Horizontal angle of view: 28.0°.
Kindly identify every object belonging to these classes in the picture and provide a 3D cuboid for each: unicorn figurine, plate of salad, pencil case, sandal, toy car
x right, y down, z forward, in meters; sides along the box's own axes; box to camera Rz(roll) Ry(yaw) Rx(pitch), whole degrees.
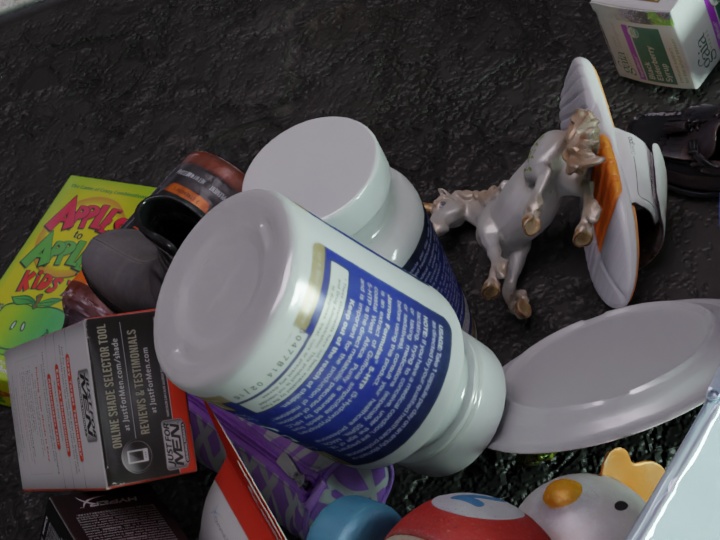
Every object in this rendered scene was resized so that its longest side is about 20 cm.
[{"bbox_3d":[0.108,-0.040,1.028,0.199,0.074,0.138,-36,33,30],"label":"unicorn figurine"},{"bbox_3d":[0.161,0.072,0.908,0.198,0.048,0.200,-21,15,6],"label":"plate of salad"},{"bbox_3d":[-0.067,0.116,0.980,0.199,0.085,0.085,27,98,41],"label":"pencil case"},{"bbox_3d":[0.188,-0.071,1.024,0.058,0.080,0.209,1,55,-9],"label":"sandal"},{"bbox_3d":[0.107,0.164,0.814,0.183,0.178,0.200,10,43,45],"label":"toy car"}]

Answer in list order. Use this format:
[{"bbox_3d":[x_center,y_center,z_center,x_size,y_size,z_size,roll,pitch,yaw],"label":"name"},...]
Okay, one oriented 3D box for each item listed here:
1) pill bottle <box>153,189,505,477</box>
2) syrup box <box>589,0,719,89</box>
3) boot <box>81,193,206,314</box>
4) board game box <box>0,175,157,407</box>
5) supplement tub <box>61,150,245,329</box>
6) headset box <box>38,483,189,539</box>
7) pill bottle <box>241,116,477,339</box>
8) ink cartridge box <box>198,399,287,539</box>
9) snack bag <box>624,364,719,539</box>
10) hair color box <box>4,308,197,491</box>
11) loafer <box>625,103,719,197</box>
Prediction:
[{"bbox_3d":[-0.010,0.047,0.840,0.119,0.199,0.121,-27,48,35],"label":"pill bottle"},{"bbox_3d":[0.271,-0.240,1.125,0.081,0.079,0.200,17,60,44],"label":"syrup box"},{"bbox_3d":[-0.123,-0.008,0.959,0.199,0.132,0.070,24,64,28],"label":"boot"},{"bbox_3d":[-0.238,0.017,1.171,0.101,0.048,0.201,9,56,31],"label":"board game box"},{"bbox_3d":[-0.152,0.013,1.094,0.106,0.107,0.200,24,65,38],"label":"supplement tub"},{"bbox_3d":[-0.128,0.248,0.847,0.077,0.150,0.200,-3,31,-37],"label":"headset box"},{"bbox_3d":[0.000,0.000,0.968,0.114,0.201,0.117,-12,48,14],"label":"pill bottle"},{"bbox_3d":[-0.054,0.187,0.833,0.057,0.201,0.163,-31,45,-8],"label":"ink cartridge box"},{"bbox_3d":[0.199,0.168,0.742,0.021,0.200,0.189,0,49,56],"label":"snack bag"},{"bbox_3d":[-0.171,0.087,0.926,0.061,0.103,0.200,-7,-4,-27],"label":"hair color box"},{"bbox_3d":[0.271,-0.087,1.010,0.199,0.063,0.072,21,63,37],"label":"loafer"}]
